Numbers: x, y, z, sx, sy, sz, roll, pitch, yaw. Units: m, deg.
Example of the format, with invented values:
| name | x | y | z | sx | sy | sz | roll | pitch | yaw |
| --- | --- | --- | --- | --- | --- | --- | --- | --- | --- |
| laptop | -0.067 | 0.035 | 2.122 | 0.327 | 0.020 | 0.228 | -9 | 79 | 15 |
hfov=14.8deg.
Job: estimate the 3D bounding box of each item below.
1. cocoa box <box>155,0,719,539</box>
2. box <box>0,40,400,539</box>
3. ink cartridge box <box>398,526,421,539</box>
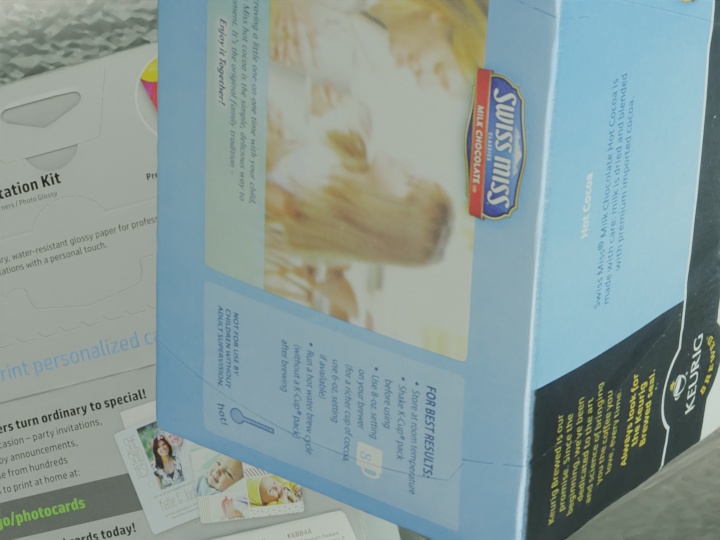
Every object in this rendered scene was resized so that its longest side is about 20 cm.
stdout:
| name | x | y | z | sx | sy | sz | roll | pitch | yaw |
| --- | --- | --- | --- | --- | --- | --- | --- | --- | --- |
| cocoa box | 0.031 | -0.044 | 0.769 | 0.133 | 0.131 | 0.200 | 20 | 121 | 31 |
| box | -0.083 | 0.030 | 0.951 | 0.156 | 0.200 | 0.041 | -15 | 180 | 15 |
| ink cartridge box | 0.048 | 0.224 | 1.188 | 0.084 | 0.146 | 0.200 | -33 | 134 | -2 |
